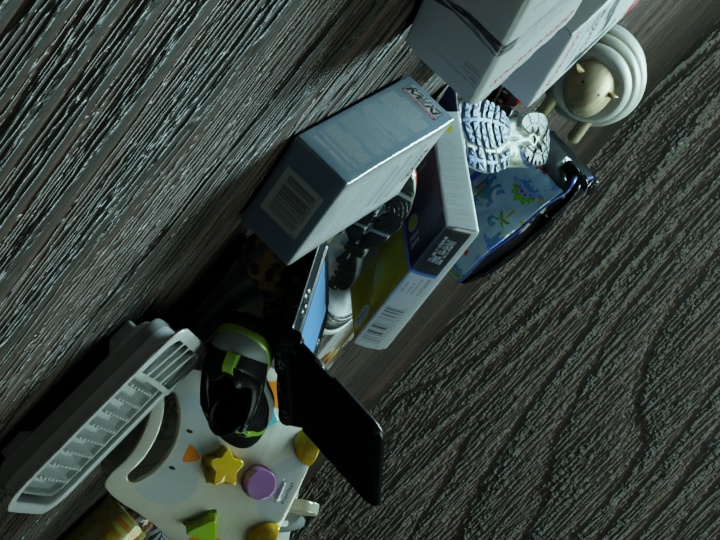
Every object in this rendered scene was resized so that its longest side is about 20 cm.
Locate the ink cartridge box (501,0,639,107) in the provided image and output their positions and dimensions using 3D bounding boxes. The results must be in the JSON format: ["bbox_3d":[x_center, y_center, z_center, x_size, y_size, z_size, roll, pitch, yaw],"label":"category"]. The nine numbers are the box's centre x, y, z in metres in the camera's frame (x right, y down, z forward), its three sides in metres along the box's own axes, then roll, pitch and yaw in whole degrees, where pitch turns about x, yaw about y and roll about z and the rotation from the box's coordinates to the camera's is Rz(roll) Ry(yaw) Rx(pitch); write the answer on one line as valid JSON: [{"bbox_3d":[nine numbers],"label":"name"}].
[{"bbox_3d":[0.209,-0.269,1.540,0.200,0.084,0.144,-43,172,-24],"label":"ink cartridge box"}]

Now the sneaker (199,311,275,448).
[{"bbox_3d":[-0.120,0.115,1.437,0.201,0.071,0.083,97,13,-54],"label":"sneaker"}]

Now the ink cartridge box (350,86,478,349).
[{"bbox_3d":[0.044,-0.059,1.616,0.198,0.047,0.201,125,-33,-44],"label":"ink cartridge box"}]

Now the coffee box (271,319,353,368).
[{"bbox_3d":[-0.074,0.084,1.803,0.200,0.080,0.114,-52,170,32],"label":"coffee box"}]

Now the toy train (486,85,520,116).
[{"bbox_3d":[0.160,-0.200,1.762,0.034,0.046,0.200,-43,171,-23],"label":"toy train"}]

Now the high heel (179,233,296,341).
[{"bbox_3d":[-0.062,0.003,1.477,0.143,0.072,0.200,-44,165,26],"label":"high heel"}]

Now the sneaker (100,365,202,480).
[{"bbox_3d":[-0.180,0.141,1.618,0.200,0.075,0.081,-36,145,-36],"label":"sneaker"}]

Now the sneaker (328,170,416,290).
[{"bbox_3d":[0.000,-0.064,1.573,0.200,0.077,0.085,-49,-168,51],"label":"sneaker"}]

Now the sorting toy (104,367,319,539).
[{"bbox_3d":[-0.151,0.179,1.564,0.107,0.179,0.201,24,-91,56],"label":"sorting toy"}]

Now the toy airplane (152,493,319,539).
[{"bbox_3d":[-0.144,0.253,1.771,0.142,0.198,0.200,-61,172,-28],"label":"toy airplane"}]

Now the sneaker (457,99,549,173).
[{"bbox_3d":[0.123,-0.136,1.737,0.085,0.078,0.199,-3,175,35],"label":"sneaker"}]

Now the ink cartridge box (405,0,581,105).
[{"bbox_3d":[0.128,-0.240,1.254,0.146,0.084,0.200,-42,171,-27],"label":"ink cartridge box"}]

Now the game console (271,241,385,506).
[{"bbox_3d":[-0.014,0.086,1.434,0.200,0.115,0.177,93,13,-64],"label":"game console"}]

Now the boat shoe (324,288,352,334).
[{"bbox_3d":[0.000,0.000,1.724,0.060,0.074,0.200,-26,-169,32],"label":"boat shoe"}]

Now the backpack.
[{"bbox_3d":[0.161,-0.090,1.935,0.200,0.147,0.183,-43,174,13],"label":"backpack"}]

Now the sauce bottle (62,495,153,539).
[{"bbox_3d":[-0.317,0.331,1.794,0.200,0.066,0.066,-46,172,-15],"label":"sauce bottle"}]

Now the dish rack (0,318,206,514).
[{"bbox_3d":[-0.217,0.115,1.337,0.200,0.044,0.172,-46,173,-5],"label":"dish rack"}]

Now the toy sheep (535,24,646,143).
[{"bbox_3d":[0.280,-0.235,1.949,0.138,0.138,0.200,-51,-174,30],"label":"toy sheep"}]

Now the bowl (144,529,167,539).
[{"bbox_3d":[-0.269,0.376,2.162,0.201,0.094,0.201,-46,172,-9],"label":"bowl"}]

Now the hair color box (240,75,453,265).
[{"bbox_3d":[-0.008,-0.088,1.378,0.099,0.061,0.200,-52,170,34],"label":"hair color box"}]
